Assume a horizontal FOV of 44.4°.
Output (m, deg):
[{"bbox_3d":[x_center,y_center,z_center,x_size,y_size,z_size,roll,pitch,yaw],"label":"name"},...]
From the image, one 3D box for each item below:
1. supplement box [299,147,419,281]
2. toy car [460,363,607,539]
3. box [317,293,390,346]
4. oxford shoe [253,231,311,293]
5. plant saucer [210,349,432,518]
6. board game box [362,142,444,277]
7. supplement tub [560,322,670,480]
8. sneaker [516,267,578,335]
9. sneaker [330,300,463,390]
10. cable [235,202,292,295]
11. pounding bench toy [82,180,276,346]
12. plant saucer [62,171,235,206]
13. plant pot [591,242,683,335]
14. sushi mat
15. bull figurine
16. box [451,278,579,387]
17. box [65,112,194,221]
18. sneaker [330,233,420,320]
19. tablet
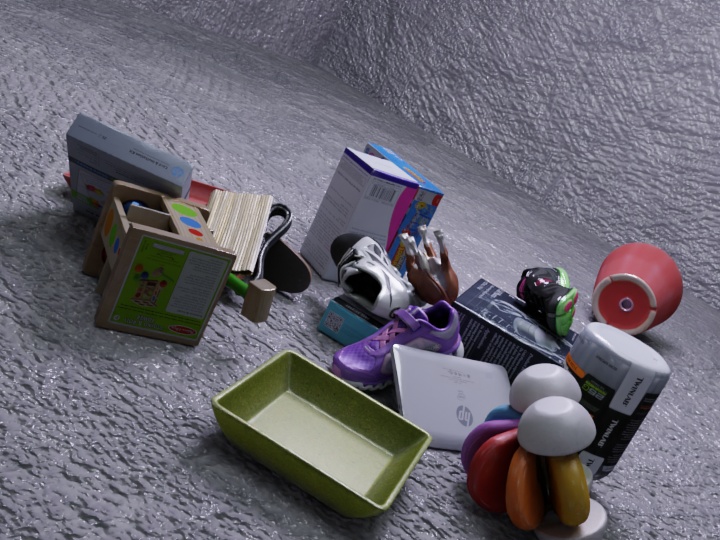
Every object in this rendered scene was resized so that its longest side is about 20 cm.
[{"bbox_3d":[-0.004,-0.085,1.461,0.101,0.201,0.103,13,20,-37],"label":"supplement box"},{"bbox_3d":[0.189,0.215,0.998,0.149,0.176,0.200,-10,17,7],"label":"toy car"},{"bbox_3d":[0.017,0.066,1.308,0.082,0.049,0.200,31,18,14],"label":"box"},{"bbox_3d":[-0.146,-0.031,1.328,0.199,0.072,0.071,32,13,21],"label":"oxford shoe"},{"bbox_3d":[-0.041,0.174,0.922,0.199,0.048,0.200,30,18,11],"label":"plant saucer"},{"bbox_3d":[0.037,-0.096,1.555,0.056,0.197,0.200,13,21,-35],"label":"board game box"},{"bbox_3d":[0.295,0.179,1.128,0.122,0.201,0.123,23,17,-7],"label":"supplement tub"},{"bbox_3d":[0.277,0.043,1.328,0.083,0.077,0.200,10,13,2],"label":"sneaker"},{"bbox_3d":[0.052,0.090,1.154,0.199,0.089,0.081,-14,42,-27],"label":"sneaker"},{"bbox_3d":[-0.148,-0.034,1.232,0.097,0.050,0.200,27,52,23],"label":"cable"},{"bbox_3d":[-0.213,-0.005,1.063,0.199,0.125,0.156,16,20,-30],"label":"pounding bench toy"},{"bbox_3d":[-0.315,-0.115,1.333,0.199,0.037,0.200,17,17,9],"label":"plant saucer"},{"bbox_3d":[0.611,0.054,1.978,0.200,0.201,0.177,32,27,18],"label":"plant pot"},{"bbox_3d":[-0.181,-0.055,1.223,0.095,0.012,0.200,5,35,1],"label":"sushi mat"},{"bbox_3d":[0.096,0.001,1.281,0.065,0.122,0.200,-19,7,-10],"label":"bull figurine"},{"bbox_3d":[0.216,0.124,1.308,0.196,0.124,0.200,32,18,12],"label":"box"},{"bbox_3d":[-0.303,-0.107,1.156,0.155,0.041,0.200,25,-27,-4],"label":"box"},{"bbox_3d":[0.000,0.000,1.264,0.088,0.074,0.200,13,21,-42],"label":"sneaker"},{"bbox_3d":[0.125,0.168,1.125,0.199,0.014,0.131,14,55,-33],"label":"tablet"}]
